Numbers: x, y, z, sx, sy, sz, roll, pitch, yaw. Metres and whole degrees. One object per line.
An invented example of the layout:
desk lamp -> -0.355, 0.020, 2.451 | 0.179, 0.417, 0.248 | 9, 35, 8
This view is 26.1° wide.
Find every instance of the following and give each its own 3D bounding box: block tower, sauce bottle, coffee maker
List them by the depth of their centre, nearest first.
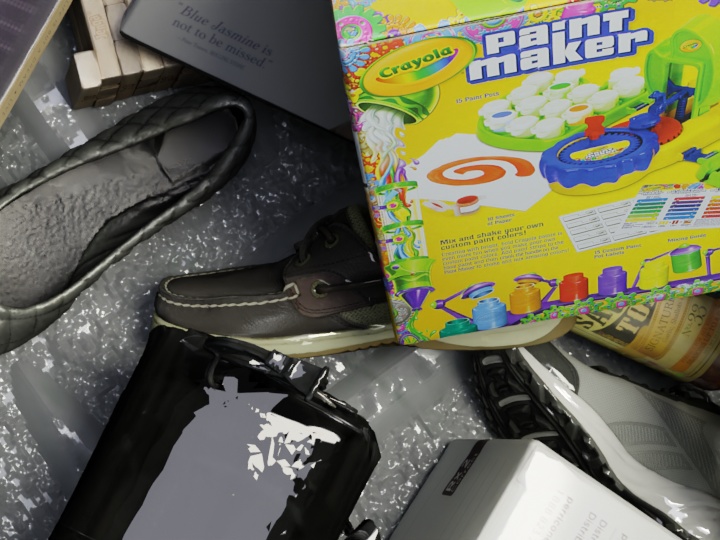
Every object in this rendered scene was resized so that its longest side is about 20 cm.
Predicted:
coffee maker -> -0.088, 0.132, 0.652 | 0.134, 0.192, 0.200 | 21, 76, 17
block tower -> -0.047, -0.129, 0.760 | 0.200, 0.054, 0.058 | -15, 87, -15
sauce bottle -> 0.103, -0.003, 0.779 | 0.200, 0.066, 0.066 | 22, 80, -10

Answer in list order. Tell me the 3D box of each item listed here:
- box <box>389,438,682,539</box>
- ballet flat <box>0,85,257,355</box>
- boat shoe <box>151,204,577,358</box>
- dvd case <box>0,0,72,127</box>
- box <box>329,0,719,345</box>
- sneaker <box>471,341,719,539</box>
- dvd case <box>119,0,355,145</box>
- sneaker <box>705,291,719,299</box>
box -> 0.089, 0.211, 0.718 | 0.200, 0.131, 0.199 | 34, 78, -8
ballet flat -> -0.134, -0.026, 0.726 | 0.200, 0.057, 0.066 | -40, 93, -14
boat shoe -> 0.001, 0.000, 0.727 | 0.200, 0.072, 0.066 | -2, 109, 4
dvd case -> -0.211, -0.126, 0.713 | 0.148, 0.016, 0.200 | 24, 79, 12
box -> 0.093, -0.085, 0.613 | 0.200, 0.193, 0.122 | -10, 56, 1
sneaker -> 0.138, 0.084, 0.780 | 0.200, 0.074, 0.079 | 38, 68, -14
dvd case -> 0.002, -0.140, 0.662 | 0.142, 0.200, 0.018 | 24, 44, -20
sneaker -> 0.132, -0.066, 0.772 | 0.200, 0.082, 0.073 | 44, 119, 4
